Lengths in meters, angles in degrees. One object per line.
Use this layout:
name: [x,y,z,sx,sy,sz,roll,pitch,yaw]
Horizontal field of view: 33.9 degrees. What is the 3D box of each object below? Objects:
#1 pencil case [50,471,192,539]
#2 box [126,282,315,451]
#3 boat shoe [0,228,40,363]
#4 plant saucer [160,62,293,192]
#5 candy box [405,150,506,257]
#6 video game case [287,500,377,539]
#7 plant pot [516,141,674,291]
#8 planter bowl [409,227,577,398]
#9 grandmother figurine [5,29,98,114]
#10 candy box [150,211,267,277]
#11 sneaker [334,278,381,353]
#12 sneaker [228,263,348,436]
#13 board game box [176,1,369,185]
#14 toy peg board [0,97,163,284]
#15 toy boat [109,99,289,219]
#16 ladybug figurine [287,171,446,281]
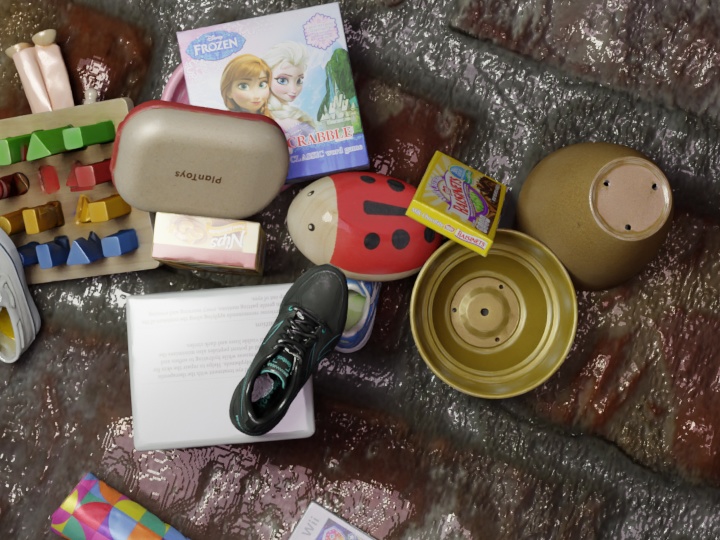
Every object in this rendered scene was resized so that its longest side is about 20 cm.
pencil case: [-0.272,0.322,1.406,0.199,0.088,0.089,34,86,2]
box: [-0.156,0.109,1.360,0.198,0.200,0.172,-4,86,-4]
boat shoe: [-0.433,0.029,1.359,0.074,0.203,0.086,2,42,11]
plant saucer: [-0.146,-0.181,1.451,0.199,0.051,0.202,0,86,-1]
candy box: [0.116,-0.082,1.386,0.102,0.200,0.027,25,114,0]
video game case: [-0.012,0.394,1.439,0.199,0.018,0.144,32,87,0]
plant pot: [0.292,-0.072,1.385,0.185,0.200,0.188,0,87,-3]
planter bowl: [0.155,0.051,1.430,0.199,0.083,0.202,0,88,-3]
grandmother figurine: [-0.372,-0.182,1.440,0.121,0.061,0.201,-23,85,25]
candy box: [-0.170,-0.027,1.367,0.115,0.200,0.056,5,86,-2]
sneaker: [0.000,0.000,1.432,0.075,0.077,0.201,5,84,0]
sneaker: [-0.067,0.084,1.230,0.075,0.079,0.201,28,82,-4]
board game box: [-0.103,-0.201,1.408,0.199,0.041,0.201,-12,87,-2]
toy peg board: [-0.353,-0.083,1.367,0.199,0.098,0.200,-7,100,19]
toy boat: [-0.180,-0.139,1.329,0.199,0.131,0.131,6,127,-20]
ladybug figurine: [0.015,-0.058,1.384,0.199,0.072,0.137,2,68,-22]
